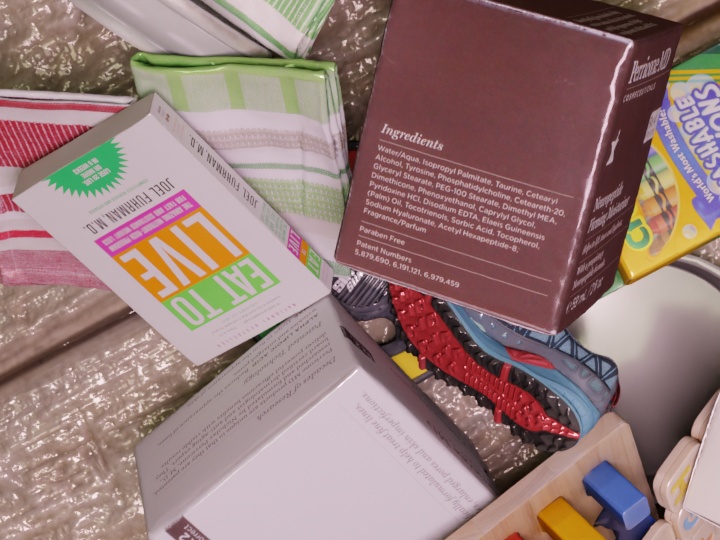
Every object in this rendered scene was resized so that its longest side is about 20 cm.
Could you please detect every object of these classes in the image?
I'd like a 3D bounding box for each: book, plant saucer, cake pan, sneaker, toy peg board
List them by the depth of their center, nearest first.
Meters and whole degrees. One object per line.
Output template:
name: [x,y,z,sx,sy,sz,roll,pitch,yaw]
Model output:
plant saucer: [-0.157,-0.190,1.107,0.200,0.200,0.050,35,95,-4]
book: [-0.131,-0.028,1.130,0.133,0.048,0.200,-26,126,28]
toy peg board: [0.158,0.244,1.144,0.199,0.098,0.200,-36,135,-11]
sneaker: [0.105,0.050,1.158,0.200,0.095,0.079,42,140,23]
cake pan: [0.223,0.080,1.221,0.200,0.037,0.201,0,99,2]

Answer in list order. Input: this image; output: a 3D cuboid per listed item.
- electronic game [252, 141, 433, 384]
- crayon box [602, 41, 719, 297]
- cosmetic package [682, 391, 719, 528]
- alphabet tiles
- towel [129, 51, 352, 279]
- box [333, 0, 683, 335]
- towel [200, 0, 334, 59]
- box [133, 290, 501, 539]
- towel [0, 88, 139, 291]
electronic game: [0.000,0.000,1.214,0.199,0.042,0.201,0,99,2]
crayon box: [0.229,-0.076,1.168,0.200,0.052,0.126,-29,82,2]
cosmetic package: [0.325,0.137,1.147,0.071,0.200,0.105,24,100,38]
alphabet tiles: [0.268,0.179,1.172,0.196,0.015,0.200,-48,137,-21]
towel: [-0.078,-0.070,1.119,0.149,0.031,0.200,2,139,10]
box: [0.103,-0.087,1.069,0.164,0.166,0.200,19,109,18]
towel: [-0.056,-0.262,1.067,0.152,0.023,0.200,35,116,12]
box: [-0.029,0.161,1.164,0.200,0.131,0.199,-39,118,7]
towel: [-0.216,-0.053,1.154,0.144,0.023,0.200,3,140,7]
